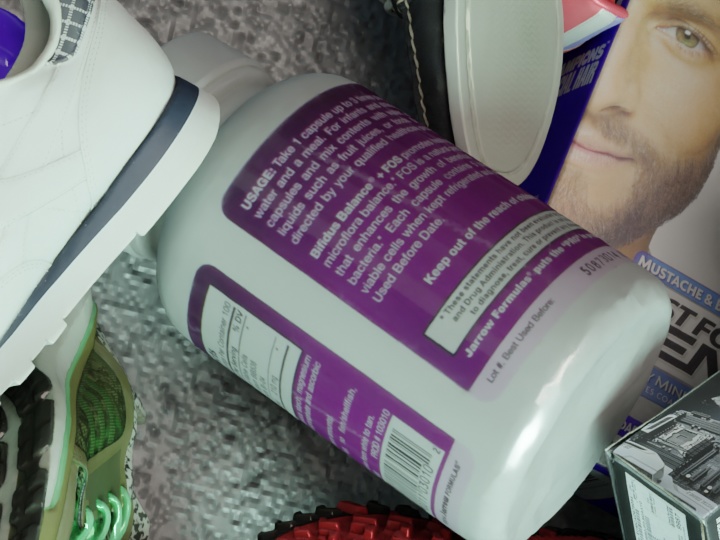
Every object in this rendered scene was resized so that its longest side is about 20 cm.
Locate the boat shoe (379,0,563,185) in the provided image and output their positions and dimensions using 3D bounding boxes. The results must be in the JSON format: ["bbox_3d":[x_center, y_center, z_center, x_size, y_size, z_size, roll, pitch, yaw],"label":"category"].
[{"bbox_3d":[0.032,-0.128,0.812,0.074,0.060,0.201,0,85,-55],"label":"boat shoe"}]

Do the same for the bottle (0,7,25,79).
[{"bbox_3d":[-0.172,0.002,0.740,0.065,0.084,0.200,33,73,11],"label":"bottle"}]

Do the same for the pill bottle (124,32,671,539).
[{"bbox_3d":[0.000,0.000,0.761,0.200,0.112,0.112,35,68,19],"label":"pill bottle"}]

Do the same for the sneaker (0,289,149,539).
[{"bbox_3d":[-0.099,0.073,0.721,0.077,0.200,0.089,-34,116,20],"label":"sneaker"}]

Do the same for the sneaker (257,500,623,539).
[{"bbox_3d":[0.043,0.141,0.776,0.199,0.079,0.096,11,93,-31],"label":"sneaker"}]

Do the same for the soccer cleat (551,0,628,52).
[{"bbox_3d":[0.083,-0.185,0.866,0.067,0.076,0.201,11,80,-39],"label":"soccer cleat"}]

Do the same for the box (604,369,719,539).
[{"bbox_3d":[0.176,0.105,0.787,0.157,0.050,0.200,-33,131,-21],"label":"box"}]

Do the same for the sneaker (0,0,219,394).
[{"bbox_3d":[-0.132,-0.005,0.682,0.080,0.076,0.200,44,69,-22],"label":"sneaker"}]

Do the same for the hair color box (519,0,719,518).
[{"bbox_3d":[0.112,-0.012,0.865,0.109,0.065,0.201,28,72,-15],"label":"hair color box"}]
